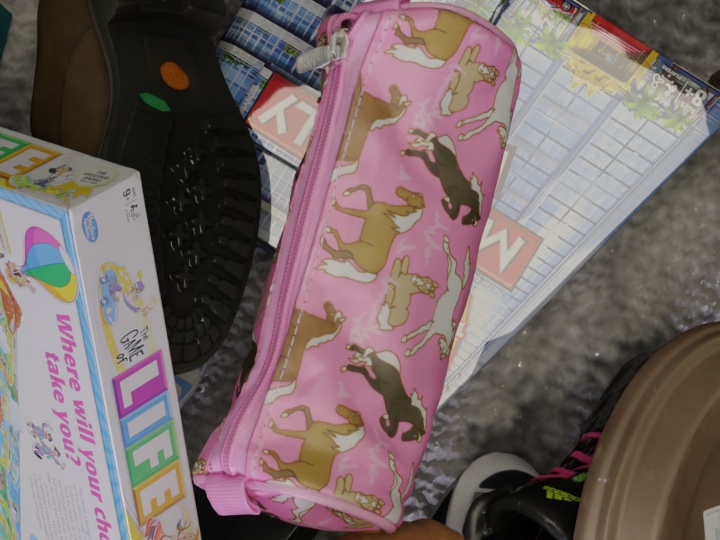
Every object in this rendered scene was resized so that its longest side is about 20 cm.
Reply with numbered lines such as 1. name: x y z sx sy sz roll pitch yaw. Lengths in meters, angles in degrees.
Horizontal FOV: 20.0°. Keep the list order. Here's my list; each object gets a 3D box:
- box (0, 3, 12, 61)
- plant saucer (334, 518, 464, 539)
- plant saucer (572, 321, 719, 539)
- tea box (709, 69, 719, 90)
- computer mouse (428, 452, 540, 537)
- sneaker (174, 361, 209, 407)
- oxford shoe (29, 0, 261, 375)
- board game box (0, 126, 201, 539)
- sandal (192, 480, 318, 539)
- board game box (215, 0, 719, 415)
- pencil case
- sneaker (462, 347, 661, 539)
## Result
1. box: -0.189 -0.098 0.771 0.082 0.200 0.049 15 89 -2
2. plant saucer: -0.031 0.173 0.769 0.037 0.200 0.201 35 88 -7
3. plant saucer: 0.151 0.120 0.797 0.200 0.029 0.201 0 90 -46
4. tea box: 0.276 -0.031 0.817 0.199 0.134 0.198 -20 90 -3
5. computer mouse: 0.046 0.176 0.841 0.109 0.044 0.201 13 77 -43
6. sneaker: -0.153 -0.004 0.834 0.200 0.072 0.073 37 81 0
7. oxford shoe: -0.090 -0.045 0.808 0.072 0.084 0.201 14 57 -37
8. board game box: -0.125 0.044 0.770 0.034 0.134 0.201 -32 128 -39
9. sandal: -0.091 0.142 0.832 0.075 0.048 0.201 29 80 39
10. board game box: 0.017 -0.034 0.846 0.199 0.062 0.200 31 87 -1
11. pencil case: 0.000 0.000 0.762 0.086 0.083 0.201 15 82 -6
12. sneaker: 0.091 0.101 0.802 0.073 0.088 0.200 11 57 36
